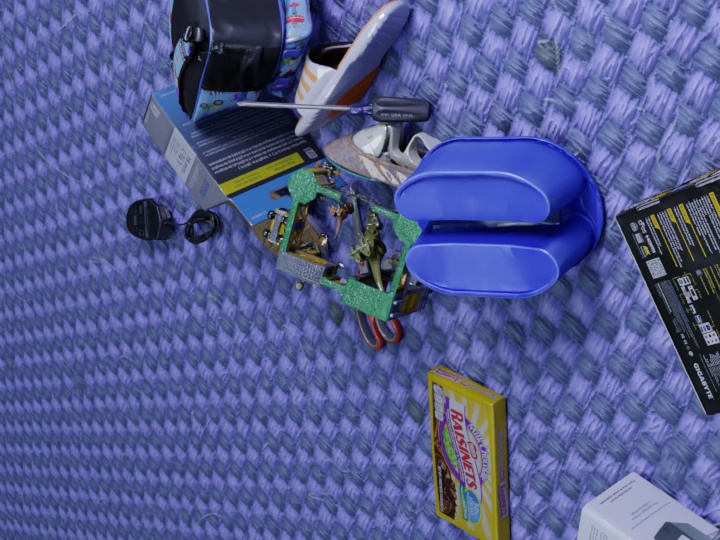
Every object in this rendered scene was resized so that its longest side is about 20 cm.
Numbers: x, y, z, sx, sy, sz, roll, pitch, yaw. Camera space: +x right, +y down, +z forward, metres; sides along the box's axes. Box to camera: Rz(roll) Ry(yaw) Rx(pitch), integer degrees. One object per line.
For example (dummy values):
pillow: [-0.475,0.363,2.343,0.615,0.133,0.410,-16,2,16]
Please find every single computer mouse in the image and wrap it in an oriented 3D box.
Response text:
computer mouse: [-0.249,-0.066,1.930,0.200,0.034,0.059,7,100,45]

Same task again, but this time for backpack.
backpack: [-0.137,-0.256,1.534,0.200,0.134,0.183,116,150,-60]

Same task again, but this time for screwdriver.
screwdriver: [-0.027,-0.165,1.464,0.029,0.200,0.028,77,-165,-61]

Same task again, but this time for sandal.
sandal: [-0.017,-0.222,1.482,0.059,0.079,0.207,50,135,12]

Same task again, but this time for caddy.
caddy: [0.129,-0.054,1.359,0.200,0.105,0.142,3,115,30]

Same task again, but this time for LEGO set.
LEGO set: [0.008,-0.033,1.543,0.200,0.116,0.154,14,102,25]

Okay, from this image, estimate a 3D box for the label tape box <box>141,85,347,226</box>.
label tape box: [-0.134,-0.132,1.627,0.200,0.144,0.063,53,144,16]

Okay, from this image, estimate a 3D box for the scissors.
scissors: [0.000,0.000,1.651,0.073,0.014,0.200,-2,111,55]

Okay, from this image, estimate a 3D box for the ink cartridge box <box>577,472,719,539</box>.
ink cartridge box: [0.307,0.316,1.385,0.200,0.084,0.146,34,136,36]

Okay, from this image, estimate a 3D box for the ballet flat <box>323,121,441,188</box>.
ballet flat: [0.046,-0.118,1.478,0.200,0.068,0.067,26,127,29]

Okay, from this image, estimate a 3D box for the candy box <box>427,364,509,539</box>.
candy box: [0.123,0.211,1.614,0.102,0.026,0.200,22,128,41]

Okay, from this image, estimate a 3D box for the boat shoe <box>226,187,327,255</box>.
boat shoe: [-0.110,-0.087,1.700,0.200,0.069,0.071,43,122,-1]

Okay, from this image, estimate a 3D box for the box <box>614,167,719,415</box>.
box: [0.321,0.015,1.209,0.160,0.049,0.200,-25,90,53]
